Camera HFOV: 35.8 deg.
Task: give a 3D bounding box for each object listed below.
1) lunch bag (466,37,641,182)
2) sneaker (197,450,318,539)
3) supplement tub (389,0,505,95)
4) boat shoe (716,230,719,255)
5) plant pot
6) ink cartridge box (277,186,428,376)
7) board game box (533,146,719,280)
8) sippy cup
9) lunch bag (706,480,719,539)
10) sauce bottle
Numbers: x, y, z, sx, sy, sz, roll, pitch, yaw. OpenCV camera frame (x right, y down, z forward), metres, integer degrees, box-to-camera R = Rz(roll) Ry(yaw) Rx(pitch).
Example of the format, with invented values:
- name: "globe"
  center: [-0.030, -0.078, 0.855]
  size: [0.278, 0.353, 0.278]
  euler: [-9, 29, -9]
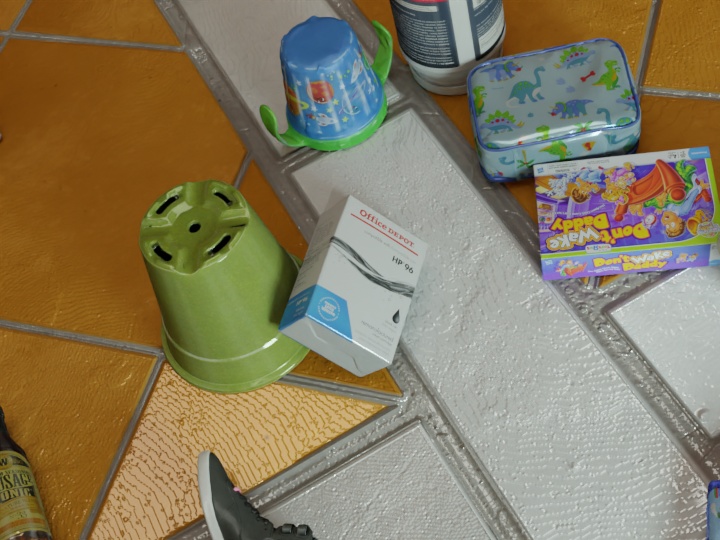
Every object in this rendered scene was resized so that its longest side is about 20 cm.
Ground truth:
- name: "lunch bag"
  center: [0.231, -0.194, 1.338]
  size: [0.199, 0.083, 0.162]
  euler: [-11, 56, 6]
- name: "sneaker"
  center: [-0.099, 0.261, 1.120]
  size: [0.099, 0.071, 0.201]
  euler: [-22, 60, -4]
- name: "supplement tub"
  center: [0.107, -0.332, 1.388]
  size: [0.139, 0.200, 0.141]
  euler: [-6, 55, 9]
- name: "boat shoe"
  center: [0.460, -0.069, 1.186]
  size: [0.199, 0.062, 0.075]
  euler: [-29, 72, -23]
- name: "plant pot"
  center: [-0.156, 0.003, 1.231]
  size: [0.199, 0.190, 0.201]
  euler: [-6, 55, 9]
- name: "ink cartridge box"
  center: [0.000, 0.000, 1.236]
  size: [0.116, 0.068, 0.201]
  euler: [31, 58, -20]
- name: "board game box"
  center: [0.300, -0.064, 1.256]
  size: [0.199, 0.045, 0.135]
  euler: [-6, 55, 10]
- name: "sippy cup"
  center: [-0.042, -0.245, 1.409]
  size: [0.139, 0.131, 0.179]
  euler: [6, 57, 17]
- name: "lunch bag"
  center: [0.399, 0.261, 0.999]
  size: [0.199, 0.094, 0.151]
  euler: [-8, 55, 23]
- name: "sauce bottle"
  center: [-0.388, 0.232, 1.208]
  size: [0.066, 0.066, 0.200]
  euler: [-28, 56, -7]
